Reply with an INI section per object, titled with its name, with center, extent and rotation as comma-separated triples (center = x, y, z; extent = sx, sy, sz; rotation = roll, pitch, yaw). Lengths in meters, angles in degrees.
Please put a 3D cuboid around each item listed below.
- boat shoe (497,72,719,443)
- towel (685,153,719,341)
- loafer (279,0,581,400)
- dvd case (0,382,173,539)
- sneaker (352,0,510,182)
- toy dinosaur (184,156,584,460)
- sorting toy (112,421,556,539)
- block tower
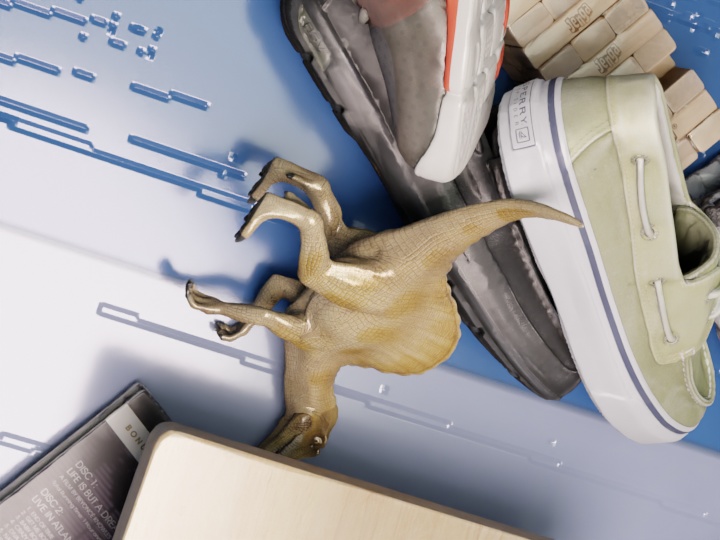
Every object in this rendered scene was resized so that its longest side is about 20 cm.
[boat shoe]
center = 0.110, 0.002, 0.865
extent = 0.062, 0.072, 0.200
rotation = -9, 141, 20
[towel]
center = 0.246, -0.003, 0.932
extent = 0.199, 0.086, 0.166
rotation = -29, 105, -9
[loafer]
center = 0.043, -0.041, 0.881
extent = 0.070, 0.068, 0.201
rotation = -31, 103, -1
[dvd case]
center = -0.122, 0.164, 0.898
extent = 0.200, 0.016, 0.149
rotation = -38, 106, -6
[sneaker]
center = 0.009, -0.132, 0.813
extent = 0.081, 0.077, 0.202
rotation = 0, 100, 13
[toy dinosaur]
center = 0.000, 0.000, 0.857
extent = 0.101, 0.058, 0.200
rotation = 34, 132, -11
[sorting toy]
center = -0.025, 0.176, 0.882
extent = 0.198, 0.070, 0.201
rotation = 19, 94, -17
[block tower]
center = 0.065, -0.121, 0.881
extent = 0.054, 0.058, 0.200
rotation = -39, 105, -6
